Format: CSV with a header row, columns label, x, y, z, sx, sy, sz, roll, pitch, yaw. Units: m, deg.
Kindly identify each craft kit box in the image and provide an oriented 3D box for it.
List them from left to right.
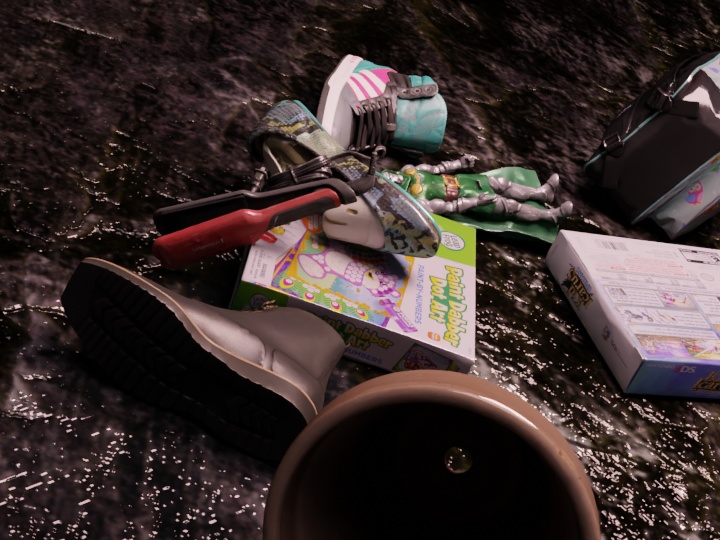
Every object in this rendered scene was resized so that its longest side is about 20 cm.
label,x,y,z,sx,sy,sz,roll,pitch,yaw
craft kit box,0.000,0.000,1.143,0.196,0.049,0.201,21,33,-9

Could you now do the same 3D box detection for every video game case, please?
label,x,y,z,sx,sy,sz,roll,pitch,yaw
video game case,0.293,0.043,1.265,0.198,0.046,0.182,6,35,-26

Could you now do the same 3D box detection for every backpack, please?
label,x,y,z,sx,sy,sz,roll,pitch,yaw
backpack,0.352,-0.140,1.450,0.153,0.176,0.200,43,32,-2

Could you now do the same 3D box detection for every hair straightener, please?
label,x,y,z,sx,sy,sz,roll,pitch,yaw
hair straightener,-0.073,-0.066,1.085,0.199,0.041,0.077,-21,43,9

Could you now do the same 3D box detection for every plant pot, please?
label,x,y,z,sx,sy,sz,roll,pitch,yaw
plant pot,0.055,0.146,0.859,0.199,0.201,0.175,27,15,6

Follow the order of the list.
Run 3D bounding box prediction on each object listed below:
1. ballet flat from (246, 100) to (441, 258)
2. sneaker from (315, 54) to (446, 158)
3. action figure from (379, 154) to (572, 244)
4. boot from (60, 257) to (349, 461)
label,x,y,z,sx,sy,sz,roll,pitch,yaw
ballet flat,-0.021,-0.063,1.135,0.200,0.075,0.074,41,36,27
sneaker,0.022,-0.144,1.331,0.120,0.084,0.200,15,31,4
action figure,0.103,-0.072,1.306,0.198,0.055,0.119,3,40,-22
boot,-0.107,0.043,0.995,0.200,0.078,0.138,38,28,-3
